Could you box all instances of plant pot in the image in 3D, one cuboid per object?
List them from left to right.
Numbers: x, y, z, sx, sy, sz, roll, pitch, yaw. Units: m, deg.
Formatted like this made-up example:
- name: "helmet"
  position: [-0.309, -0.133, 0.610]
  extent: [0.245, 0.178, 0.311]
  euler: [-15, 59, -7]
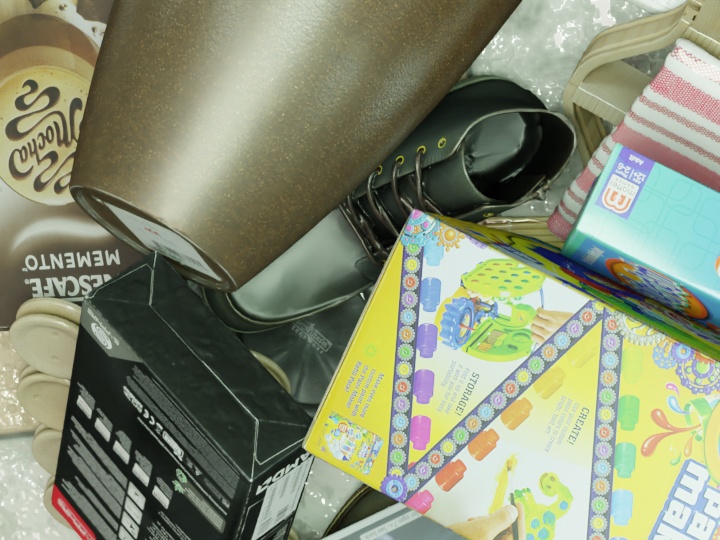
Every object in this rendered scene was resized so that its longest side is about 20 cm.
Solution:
- name: "plant pot"
  position: [-0.047, -0.097, 1.175]
  extent: [0.186, 0.187, 0.201]
  euler: [29, 77, 5]

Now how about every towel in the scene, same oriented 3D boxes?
- name: "towel"
  position: [0.181, -0.032, 1.178]
  extent: [0.146, 0.200, 0.030]
  euler: [28, 64, -1]

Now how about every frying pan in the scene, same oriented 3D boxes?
- name: "frying pan"
  position: [0.007, 0.016, 1.320]
  extent: [0.189, 0.031, 0.115]
  euler: [-26, 97, 21]

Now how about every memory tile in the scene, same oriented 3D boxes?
- name: "memory tile"
  position: [-0.106, 0.091, 1.312]
  extent: [0.152, 0.017, 0.201]
  euler: [11, 142, 10]

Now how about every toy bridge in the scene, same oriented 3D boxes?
- name: "toy bridge"
  position: [0.133, -0.081, 1.195]
  extent: [0.067, 0.200, 0.027]
  euler: [29, 66, 2]

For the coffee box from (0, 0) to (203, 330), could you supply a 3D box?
- name: "coffee box"
  position: [-0.142, -0.077, 1.288]
  extent: [0.112, 0.080, 0.201]
  euler: [-4, 102, 24]

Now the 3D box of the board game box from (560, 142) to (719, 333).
- name: "board game box"
  position: [0.189, 0.013, 1.106]
  extent: [0.199, 0.152, 0.045]
  euler: [27, 88, 4]

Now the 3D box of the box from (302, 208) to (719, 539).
- name: "box"
  position: [0.109, 0.072, 1.155]
  extent: [0.192, 0.200, 0.123]
  euler: [27, 96, 18]

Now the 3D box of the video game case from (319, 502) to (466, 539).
- name: "video game case"
  position: [0.054, 0.183, 1.251]
  extent: [0.199, 0.182, 0.023]
  euler: [-25, 136, -3]

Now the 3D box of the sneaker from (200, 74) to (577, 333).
- name: "sneaker"
  position: [0.010, -0.034, 1.228]
  extent: [0.199, 0.106, 0.075]
  euler: [-34, 101, -5]

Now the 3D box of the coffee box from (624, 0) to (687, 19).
- name: "coffee box"
  position: [0.164, -0.162, 1.193]
  extent: [0.199, 0.113, 0.080]
  euler: [26, 105, 5]

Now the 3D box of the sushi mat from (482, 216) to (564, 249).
- name: "sushi mat"
  position: [0.163, 0.017, 1.289]
  extent: [0.199, 0.012, 0.096]
  euler: [0, 102, 13]

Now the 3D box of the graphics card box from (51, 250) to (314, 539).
- name: "graphics card box"
  position: [-0.090, 0.097, 1.209]
  extent: [0.126, 0.051, 0.200]
  euler: [46, 150, 20]

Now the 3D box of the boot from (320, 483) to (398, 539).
- name: "boot"
  position: [-0.014, 0.211, 1.334]
  extent: [0.074, 0.097, 0.201]
  euler: [21, 107, 8]
